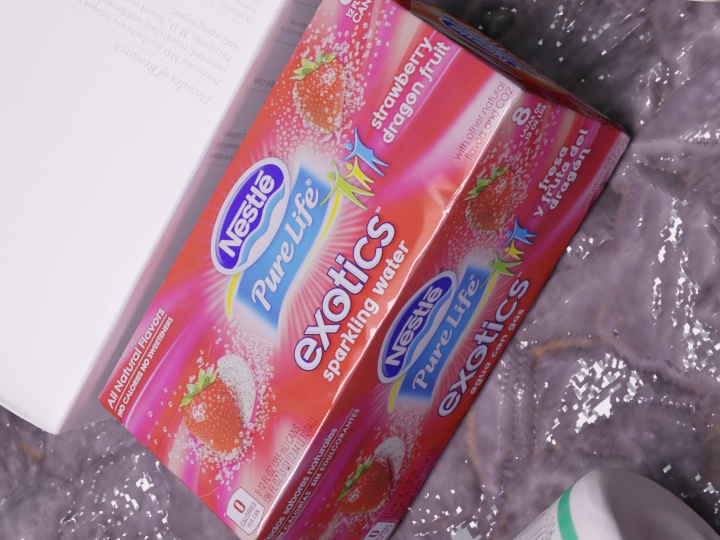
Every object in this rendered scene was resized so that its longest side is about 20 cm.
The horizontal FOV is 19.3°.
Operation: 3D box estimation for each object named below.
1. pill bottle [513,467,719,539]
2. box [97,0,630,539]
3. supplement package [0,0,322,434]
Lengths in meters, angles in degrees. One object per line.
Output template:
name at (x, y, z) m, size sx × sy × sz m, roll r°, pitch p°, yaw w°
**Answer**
pill bottle at (0.052, 0.173, 0.749) m, size 0.200 × 0.113 × 0.113 m, roll -45°, pitch 62°, yaw 20°
box at (0.000, 0.000, 0.818) m, size 0.100 × 0.095 × 0.201 m, roll 38°, pitch 104°, yaw 32°
supplement package at (-0.104, -0.052, 0.863) m, size 0.117 × 0.117 × 0.201 m, roll 30°, pitch 99°, yaw 11°
